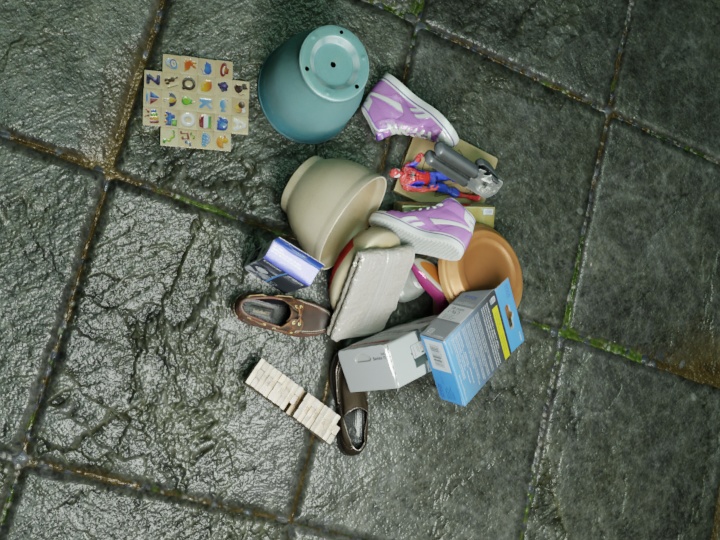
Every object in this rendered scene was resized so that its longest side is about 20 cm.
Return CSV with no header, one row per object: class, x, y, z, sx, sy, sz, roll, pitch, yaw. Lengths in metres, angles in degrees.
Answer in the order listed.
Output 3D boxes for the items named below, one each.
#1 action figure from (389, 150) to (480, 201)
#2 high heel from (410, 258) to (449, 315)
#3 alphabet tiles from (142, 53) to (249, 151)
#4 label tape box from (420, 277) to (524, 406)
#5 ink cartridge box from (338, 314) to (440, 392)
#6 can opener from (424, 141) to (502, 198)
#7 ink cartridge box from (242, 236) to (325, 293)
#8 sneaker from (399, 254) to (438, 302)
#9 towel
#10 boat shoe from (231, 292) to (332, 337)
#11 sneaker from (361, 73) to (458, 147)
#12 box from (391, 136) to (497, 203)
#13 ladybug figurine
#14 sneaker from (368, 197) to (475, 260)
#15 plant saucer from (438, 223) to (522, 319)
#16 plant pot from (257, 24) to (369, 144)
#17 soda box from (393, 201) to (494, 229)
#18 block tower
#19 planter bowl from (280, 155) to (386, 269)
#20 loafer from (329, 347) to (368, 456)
action figure,0.156,-0.182,1.668,0.195,0.099,0.067,7,82,-17
high heel,0.135,0.053,1.640,0.199,0.095,0.068,36,32,-40
alphabet tiles,-0.302,-0.309,1.572,0.195,0.006,0.171,2,85,-21
label tape box,0.206,0.122,1.543,0.199,0.062,0.147,-40,123,-33
ink cartridge box,0.078,0.151,1.574,0.197,0.145,0.085,-19,93,-41
can opener,0.201,-0.202,1.653,0.198,0.053,0.068,26,41,-37
ink cartridge box,-0.139,-0.006,1.506,0.098,0.199,0.040,32,72,-14
sneaker,0.146,-0.010,1.673,0.199,0.092,0.077,-37,99,-19
towel,0.019,0.044,1.566,0.130,0.035,0.203,-8,130,-38
boat shoe,-0.139,0.083,1.569,0.195,0.070,0.072,8,82,-21
sneaker,0.090,-0.280,1.666,0.199,0.073,0.115,38,81,11
box,0.174,-0.196,1.737,0.197,0.021,0.167,24,78,-17
ladybug figurine,0.000,0.000,1.595,0.134,0.072,0.203,6,122,-45
sneaker,0.120,-0.093,1.600,0.196,0.073,0.116,18,60,19
plant saucer,0.237,0.005,1.619,0.196,0.037,0.206,10,71,-29
plant pot,-0.073,-0.354,1.567,0.195,0.187,0.206,2,85,-21
soda box,0.163,-0.100,1.683,0.195,0.068,0.066,1,101,-14
block tower,-0.126,0.239,1.569,0.199,0.058,0.055,40,73,-16
planter bowl,-0.062,-0.125,1.564,0.134,0.201,0.201,36,72,13
loafer,-0.010,0.248,1.603,0.071,0.071,0.206,-6,88,-21
